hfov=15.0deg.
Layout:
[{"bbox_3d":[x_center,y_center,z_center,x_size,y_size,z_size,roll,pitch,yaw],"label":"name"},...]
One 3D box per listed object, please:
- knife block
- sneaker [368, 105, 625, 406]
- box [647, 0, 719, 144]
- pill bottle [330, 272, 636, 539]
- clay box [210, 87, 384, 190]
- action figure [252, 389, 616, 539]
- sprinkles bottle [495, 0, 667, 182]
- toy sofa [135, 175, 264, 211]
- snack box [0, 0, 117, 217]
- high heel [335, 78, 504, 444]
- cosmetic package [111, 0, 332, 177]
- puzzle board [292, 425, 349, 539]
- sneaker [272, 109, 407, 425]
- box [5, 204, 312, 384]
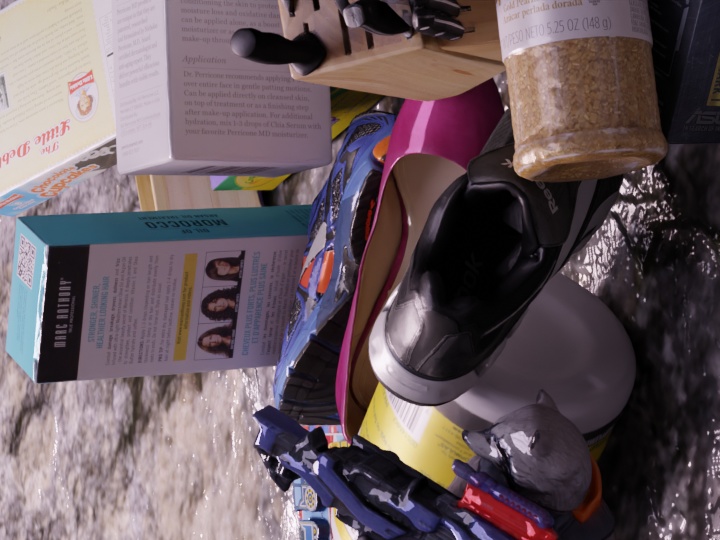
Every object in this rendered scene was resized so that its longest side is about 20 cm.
[{"bbox_3d":[-0.005,-0.120,1.250,0.200,0.176,0.064,158,104,-69],"label":"knife block"},{"bbox_3d":[0.076,-0.032,1.236,0.066,0.200,0.091,33,155,5],"label":"sneaker"},{"bbox_3d":[0.127,-0.167,1.238,0.200,0.051,0.158,46,133,53],"label":"box"},{"bbox_3d":[0.051,0.101,1.343,0.114,0.114,0.200,63,144,39],"label":"pill bottle"},{"bbox_3d":[-0.038,-0.132,1.569,0.200,0.048,0.115,-38,59,59],"label":"clay box"},{"bbox_3d":[0.041,0.126,1.247,0.200,0.105,0.193,37,128,14],"label":"action figure"},{"bbox_3d":[0.089,-0.141,1.184,0.068,0.068,0.200,-21,73,62],"label":"sprinkles bottle"},{"bbox_3d":[-0.110,-0.072,1.700,0.083,0.098,0.200,92,168,-74],"label":"toy sofa"},{"bbox_3d":[-0.165,-0.120,1.647,0.200,0.037,0.116,-24,69,37],"label":"snack box"},{"bbox_3d":[0.026,-0.009,1.384,0.096,0.067,0.200,-54,-17,-62],"label":"high heel"},{"bbox_3d":[-0.078,-0.153,1.485,0.071,0.101,0.200,-9,81,59],"label":"cosmetic package"},{"bbox_3d":[0.000,0.188,1.558,0.151,0.017,0.200,-7,86,63],"label":"puzzle board"},{"bbox_3d":[0.000,0.000,1.497,0.078,0.075,0.200,-116,42,-53],"label":"sneaker"},{"bbox_3d":[-0.094,0.011,1.523,0.049,0.200,0.082,38,125,56],"label":"box"}]
